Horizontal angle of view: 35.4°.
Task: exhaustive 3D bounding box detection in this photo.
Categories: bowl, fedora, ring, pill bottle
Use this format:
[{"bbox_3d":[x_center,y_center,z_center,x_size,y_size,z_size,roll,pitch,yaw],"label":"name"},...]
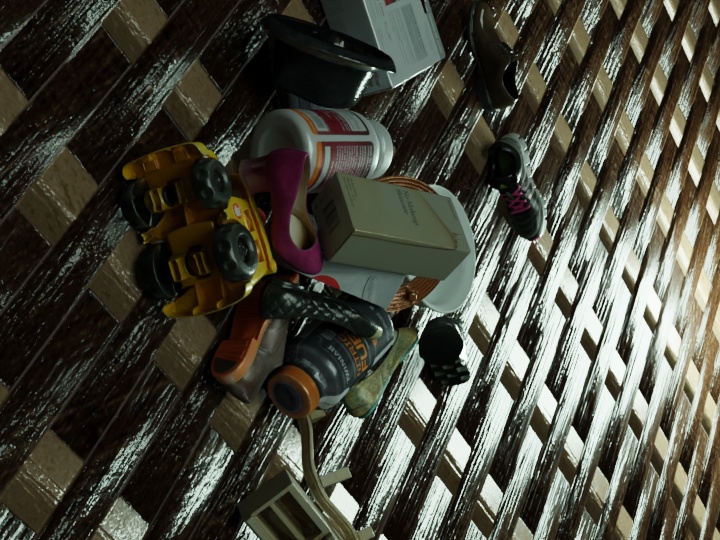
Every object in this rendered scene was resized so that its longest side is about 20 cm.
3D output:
[{"bbox_3d":[0.090,-0.028,1.761,0.200,0.090,0.203,14,72,-50],"label":"bowl"},{"bbox_3d":[-0.053,-0.279,1.552,0.200,0.200,0.092,-2,118,-51],"label":"fedora"},{"bbox_3d":[0.049,-0.036,1.627,0.199,0.019,0.202,-7,107,-23],"label":"ring"},{"bbox_3d":[-0.048,-0.163,1.544,0.199,0.112,0.114,-8,90,-51],"label":"pill bottle"},{"bbox_3d":[-0.045,0.121,1.552,0.200,0.106,0.107,-43,117,-46],"label":"pill bottle"}]

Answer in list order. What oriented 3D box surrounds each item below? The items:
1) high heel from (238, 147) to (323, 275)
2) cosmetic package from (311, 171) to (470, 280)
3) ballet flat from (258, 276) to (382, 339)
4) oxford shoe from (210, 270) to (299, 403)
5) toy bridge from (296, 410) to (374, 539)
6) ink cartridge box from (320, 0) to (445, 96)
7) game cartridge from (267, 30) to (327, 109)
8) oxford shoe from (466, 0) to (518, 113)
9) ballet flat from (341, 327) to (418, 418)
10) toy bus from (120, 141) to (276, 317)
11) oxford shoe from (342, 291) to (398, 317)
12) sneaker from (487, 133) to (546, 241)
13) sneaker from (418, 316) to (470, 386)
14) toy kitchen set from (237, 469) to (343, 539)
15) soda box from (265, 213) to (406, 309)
[{"bbox_3d":[-0.069,-0.071,1.415,0.201,0.095,0.068,64,36,-33],"label":"high heel"},{"bbox_3d":[0.042,-0.057,1.524,0.199,0.073,0.104,8,50,-35],"label":"cosmetic package"},{"bbox_3d":[-0.053,0.059,1.478,0.199,0.066,0.057,21,90,-36],"label":"ballet flat"},{"bbox_3d":[-0.128,0.084,1.486,0.073,0.071,0.201,58,47,-34],"label":"oxford shoe"},{"bbox_3d":[-0.043,0.286,1.536,0.067,0.027,0.201,-7,70,-52],"label":"toy bridge"},{"bbox_3d":[0.033,-0.394,1.759,0.175,0.083,0.201,-36,112,-48],"label":"ink cartridge box"},{"bbox_3d":[-0.073,-0.247,1.642,0.129,0.038,0.202,-8,90,-56],"label":"game cartridge"},{"bbox_3d":[0.246,-0.392,2.030,0.072,0.084,0.202,-23,100,-49],"label":"oxford shoe"},{"bbox_3d":[0.026,0.133,1.677,0.071,0.070,0.200,60,43,-25],"label":"ballet flat"},{"bbox_3d":[-0.183,-0.063,1.405,0.192,0.135,0.202,-32,107,-63],"label":"toy bus"},{"bbox_3d":[0.000,0.000,1.661,0.073,0.071,0.201,-48,121,-38],"label":"oxford shoe"},{"bbox_3d":[0.274,-0.147,2.031,0.087,0.073,0.202,-13,89,-52],"label":"sneaker"},{"bbox_3d":[0.130,0.105,1.783,0.200,0.073,0.089,70,15,-60],"label":"sneaker"},{"bbox_3d":[-0.088,0.406,1.415,0.163,0.200,0.181,-36,119,-3],"label":"toy kitchen set"},{"bbox_3d":[-0.037,-0.020,1.547,0.199,0.064,0.069,23,106,-23],"label":"soda box"}]
